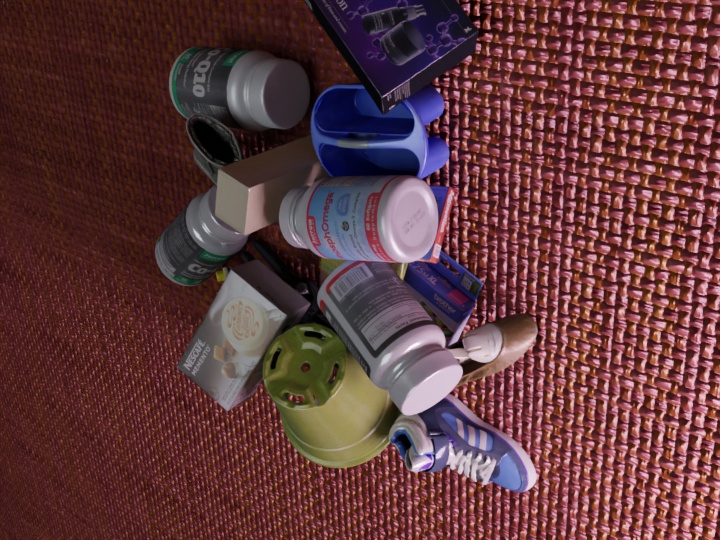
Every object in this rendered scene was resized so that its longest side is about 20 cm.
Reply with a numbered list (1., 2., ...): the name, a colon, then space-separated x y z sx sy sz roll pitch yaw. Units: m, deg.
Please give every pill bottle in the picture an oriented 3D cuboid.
1. pill bottle: -0.008 -0.067 1.207 0.199 0.109 0.109 3 112 41
2. pill bottle: -0.254 -0.061 1.560 0.200 0.113 0.113 -36 84 48
3. pill bottle: 0.039 0.083 1.234 0.200 0.113 0.114 53 138 28
4. pill bottle: -0.176 -0.264 1.370 0.199 0.113 0.114 14 120 39

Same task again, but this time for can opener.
1. can opener: -0.128 0.018 1.503 0.200 0.063 0.079 38 162 32

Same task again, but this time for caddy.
1. caddy: 0.021 -0.179 1.236 0.199 0.105 0.142 9 117 41

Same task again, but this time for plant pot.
1. plant pot: -0.051 0.164 1.336 0.200 0.200 0.190 37 172 25

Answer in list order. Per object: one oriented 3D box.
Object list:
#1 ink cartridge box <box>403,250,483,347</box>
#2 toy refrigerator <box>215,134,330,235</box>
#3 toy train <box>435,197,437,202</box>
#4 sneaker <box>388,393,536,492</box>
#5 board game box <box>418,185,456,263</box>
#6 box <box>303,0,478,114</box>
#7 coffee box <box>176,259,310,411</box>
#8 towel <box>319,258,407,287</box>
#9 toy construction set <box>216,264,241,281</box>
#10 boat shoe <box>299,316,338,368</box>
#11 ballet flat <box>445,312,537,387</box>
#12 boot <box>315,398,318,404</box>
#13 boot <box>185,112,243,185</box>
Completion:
1. ink cartridge box: 0.090 0.061 1.341 0.119 0.042 0.201 40 132 22
2. toy refrigerator: -0.110 -0.127 1.321 0.070 0.200 0.076 33 131 29
3. toy train: 0.021 -0.097 1.279 0.199 0.046 0.034 9 106 40
4. sneaker: 0.132 0.267 1.323 0.200 0.146 0.081 40 133 24
5. board game box: 0.036 -0.071 1.301 0.199 0.019 0.103 9 79 42
6. box: 0.028 -0.315 1.129 0.200 0.141 0.079 55 177 7
7. coffee box: -0.181 0.099 1.440 0.114 0.080 0.200 39 115 12
8. towel: 0.000 0.000 1.378 0.200 0.023 0.144 32 126 45
9. toy construction set: -0.183 0.093 1.561 0.201 0.092 0.131 68 167 -14
10. boat shoe: -0.065 0.116 1.501 0.200 0.063 0.073 40 133 22
11. ballet flat: 0.143 0.112 1.261 0.200 0.072 0.068 -31 58 37
12. boot: -0.015 0.231 1.474 0.074 0.096 0.200 41 147 -20
13. boot: -0.183 -0.150 1.390 0.182 0.073 0.200 37 167 -7
